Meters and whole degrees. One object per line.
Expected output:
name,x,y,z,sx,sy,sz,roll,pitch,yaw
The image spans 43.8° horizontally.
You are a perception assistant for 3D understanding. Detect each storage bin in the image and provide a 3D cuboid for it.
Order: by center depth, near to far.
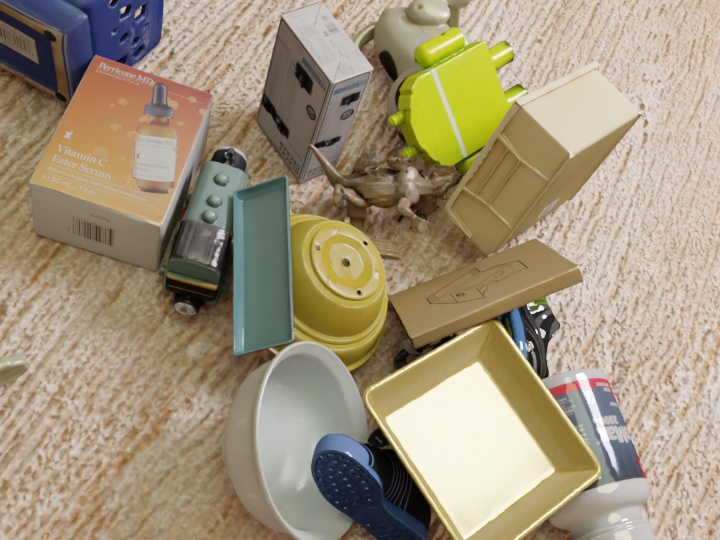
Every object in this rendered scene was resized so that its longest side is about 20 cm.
storage bin,0.229,-0.138,1.130,0.094,0.199,0.200,46,46,13

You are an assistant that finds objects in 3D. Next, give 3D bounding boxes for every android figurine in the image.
android figurine,0.125,-0.212,1.153,0.199,0.041,0.183,-33,112,-18

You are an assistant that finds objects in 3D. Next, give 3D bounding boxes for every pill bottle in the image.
pill bottle,0.252,0.223,0.997,0.119,0.120,0.201,-7,63,-20

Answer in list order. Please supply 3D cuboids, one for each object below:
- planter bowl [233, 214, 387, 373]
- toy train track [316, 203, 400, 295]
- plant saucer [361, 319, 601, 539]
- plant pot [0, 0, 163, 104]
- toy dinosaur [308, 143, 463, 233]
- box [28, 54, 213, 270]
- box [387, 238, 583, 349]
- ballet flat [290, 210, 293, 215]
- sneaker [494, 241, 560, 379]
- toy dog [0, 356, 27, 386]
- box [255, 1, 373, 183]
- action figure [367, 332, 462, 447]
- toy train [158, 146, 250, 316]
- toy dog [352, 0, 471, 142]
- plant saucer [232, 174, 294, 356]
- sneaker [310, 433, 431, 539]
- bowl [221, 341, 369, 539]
planter bowl,-0.034,0.007,0.997,0.199,0.083,0.202,18,55,-27
toy train track,0.000,0.000,1.103,0.114,0.033,0.201,5,61,-13
plant saucer,0.119,0.175,0.915,0.199,0.049,0.201,-25,72,-34
plant pot,-0.370,-0.334,1.096,0.199,0.200,0.180,29,63,1
toy dinosaur,0.028,-0.103,1.123,0.198,0.136,0.087,13,94,0
box,-0.276,-0.127,1.052,0.151,0.107,0.201,17,58,-6
box,0.137,0.022,1.031,0.199,0.164,0.021,-21,105,-2
ballet flat,-0.101,-0.003,1.050,0.070,0.071,0.201,-5,65,-19
sneaker,0.205,0.053,1.122,0.082,0.071,0.201,27,51,-27
toy dog,-0.453,0.038,0.897,0.193,0.139,0.201,-31,71,10
box,-0.062,-0.215,1.110,0.060,0.200,0.117,-27,72,-27
action figure,0.086,0.132,1.025,0.130,0.070,0.200,34,41,4
toy train,-0.173,-0.048,1.032,0.085,0.114,0.201,17,58,-7
toy dog,0.085,-0.277,1.229,0.192,0.140,0.201,2,61,-6
plant saucer,-0.101,-0.006,0.948,0.069,0.019,0.201,-15,59,19
sneaker,0.014,0.212,0.917,0.070,0.200,0.078,-15,42,23
bowl,-0.079,0.179,0.920,0.201,0.090,0.203,29,55,-53
